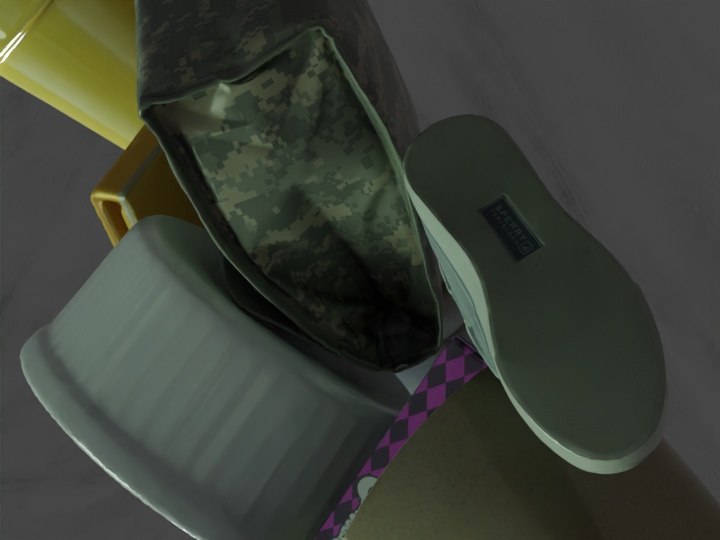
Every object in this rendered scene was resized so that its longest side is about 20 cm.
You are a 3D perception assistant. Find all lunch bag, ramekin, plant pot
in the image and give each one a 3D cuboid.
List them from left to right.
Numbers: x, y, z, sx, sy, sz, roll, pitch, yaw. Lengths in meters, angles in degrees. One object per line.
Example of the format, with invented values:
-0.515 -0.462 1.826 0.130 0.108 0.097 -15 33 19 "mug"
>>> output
-0.172 -0.183 1.516 0.189 0.201 0.201 42 177 -9 "plant pot"
-0.064 0.060 1.132 0.200 0.098 0.201 36 -171 -6 "ramekin"
-0.027 -0.060 1.091 0.165 0.117 0.201 -100 -17 -55 "lunch bag"
0.116 0.166 1.030 0.200 0.187 0.188 38 166 27 "plant pot"

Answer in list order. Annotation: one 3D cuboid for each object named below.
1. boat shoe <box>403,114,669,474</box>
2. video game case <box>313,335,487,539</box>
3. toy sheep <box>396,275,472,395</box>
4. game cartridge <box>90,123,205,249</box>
0.081 0.017 0.973 0.201 0.070 0.072 61 179 39 "boat shoe"
0.034 0.137 1.127 0.036 0.201 0.181 36 -176 26 "video game case"
0.018 0.031 1.284 0.138 0.137 0.201 -132 25 -58 "toy sheep"
-0.065 -0.047 1.280 0.032 0.201 0.177 7 137 30 "game cartridge"
